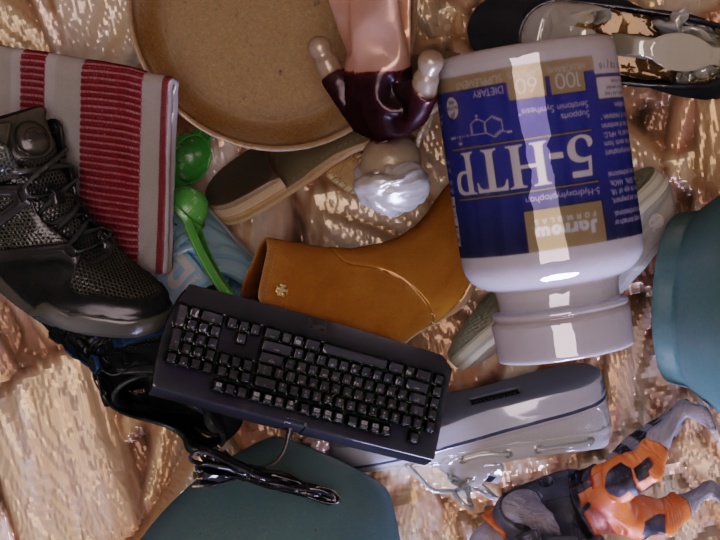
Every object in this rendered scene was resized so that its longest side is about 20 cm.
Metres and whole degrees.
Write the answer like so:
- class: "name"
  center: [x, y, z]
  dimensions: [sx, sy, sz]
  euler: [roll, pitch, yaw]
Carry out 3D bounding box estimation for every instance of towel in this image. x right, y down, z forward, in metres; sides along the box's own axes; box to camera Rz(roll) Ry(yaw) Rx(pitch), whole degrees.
- class: "towel"
  center: [-0.213, -0.081, 1.187]
  dimensions: [0.200, 0.023, 0.144]
  euler: [12, 110, 24]

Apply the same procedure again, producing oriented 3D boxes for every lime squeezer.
- class: "lime squeezer"
  center: [-0.106, -0.060, 1.189]
  dimensions: [0.071, 0.038, 0.200]
  euler: [-4, 59, 15]

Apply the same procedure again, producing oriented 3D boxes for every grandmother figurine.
- class: "grandmother figurine"
  center: [0.014, -0.131, 1.109]
  dimensions: [0.061, 0.121, 0.200]
  euler: [-15, 109, -27]

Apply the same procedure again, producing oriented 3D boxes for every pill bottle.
- class: "pill bottle"
  center: [0.119, -0.045, 1.104]
  dimensions: [0.120, 0.120, 0.200]
  euler: [-9, 93, 5]

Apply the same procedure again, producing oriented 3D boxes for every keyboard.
- class: "keyboard"
  center: [-0.042, 0.092, 1.119]
  dimensions: [0.200, 0.021, 0.127]
  euler: [16, 82, -16]

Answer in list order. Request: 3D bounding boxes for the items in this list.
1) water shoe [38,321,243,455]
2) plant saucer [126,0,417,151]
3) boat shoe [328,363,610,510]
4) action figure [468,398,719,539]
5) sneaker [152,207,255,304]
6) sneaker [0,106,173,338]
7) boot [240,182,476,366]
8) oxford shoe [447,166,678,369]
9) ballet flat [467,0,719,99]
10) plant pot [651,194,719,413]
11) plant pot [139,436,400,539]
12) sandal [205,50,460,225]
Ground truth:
- class: "water shoe"
  center: [-0.168, 0.054, 1.213]
  dimensions: [0.200, 0.079, 0.072]
  euler: [31, 120, -1]
- class: "plant saucer"
  center: [-0.061, -0.178, 1.180]
  dimensions: [0.200, 0.035, 0.200]
  euler: [1, 83, -10]
- class: "boat shoe"
  center: [0.082, 0.131, 1.225]
  dimensions: [0.202, 0.075, 0.086]
  euler: [-14, 107, -1]
- class: "action figure"
  center: [0.165, 0.177, 1.200]
  dimensions: [0.193, 0.200, 0.105]
  euler: [-23, 56, 2]
- class: "sneaker"
  center: [-0.121, -0.008, 1.207]
  dimensions: [0.200, 0.082, 0.074]
  euler: [35, 98, -2]
- class: "sneaker"
  center: [-0.206, -0.035, 1.140]
  dimensions: [0.199, 0.076, 0.114]
  euler: [31, 122, 23]
- class: "boot"
  center: [0.000, 0.000, 1.171]
  dimensions: [0.144, 0.071, 0.201]
  euler: [24, 83, -23]
- class: "oxford shoe"
  center: [0.147, 0.010, 1.200]
  dimensions: [0.200, 0.075, 0.058]
  euler: [-40, 105, 6]
- class: "ballet flat"
  center: [0.173, -0.158, 1.174]
  dimensions: [0.200, 0.073, 0.073]
  euler: [10, 99, 3]
- class: "plant pot"
  center: [0.273, 0.021, 1.143]
  dimensions: [0.134, 0.200, 0.200]
  euler: [3, 99, 25]
- class: "plant pot"
  center: [-0.049, 0.195, 1.190]
  dimensions: [0.200, 0.200, 0.135]
  euler: [25, 77, 0]
- class: "sandal"
  center: [-0.003, -0.079, 1.209]
  dimensions: [0.212, 0.078, 0.070]
  euler: [-27, 127, 14]
